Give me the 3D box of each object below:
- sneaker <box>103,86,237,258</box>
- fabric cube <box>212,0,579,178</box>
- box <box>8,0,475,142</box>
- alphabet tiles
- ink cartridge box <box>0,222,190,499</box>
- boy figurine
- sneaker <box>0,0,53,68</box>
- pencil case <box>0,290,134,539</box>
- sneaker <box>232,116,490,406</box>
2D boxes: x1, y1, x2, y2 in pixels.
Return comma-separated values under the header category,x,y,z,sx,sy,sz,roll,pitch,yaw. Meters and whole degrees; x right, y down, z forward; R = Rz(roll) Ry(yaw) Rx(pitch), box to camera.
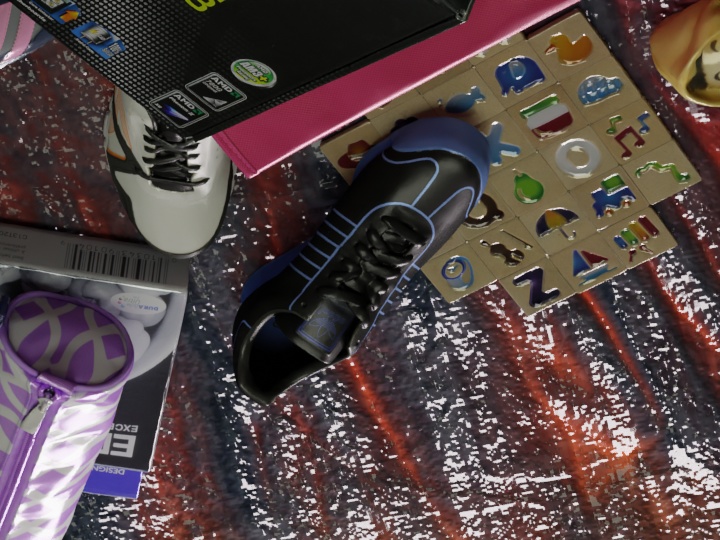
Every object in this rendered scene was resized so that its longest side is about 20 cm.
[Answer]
category,x,y,z,sx,sy,sz,roll,pitch,yaw
sneaker,-0.104,-0.080,1.483,0.074,0.080,0.200,-1,130,0
fabric cube,-0.021,-0.205,1.308,0.199,0.200,0.196,-28,122,19
box,-0.080,-0.148,1.150,0.200,0.048,0.193,39,148,-26
alphabet tiles,0.083,-0.060,1.541,0.166,0.006,0.200,-27,123,21
ink cartridge box,-0.211,0.060,1.618,0.198,0.043,0.200,9,129,-6
boy figurine,0.251,-0.128,1.450,0.200,0.064,0.124,-4,131,0
sneaker,-0.194,-0.136,1.375,0.070,0.200,0.082,47,152,7
pencil case,-0.188,0.104,1.571,0.084,0.086,0.200,13,129,-13
sneaker,0.000,0.000,1.538,0.070,0.078,0.200,31,126,-20
